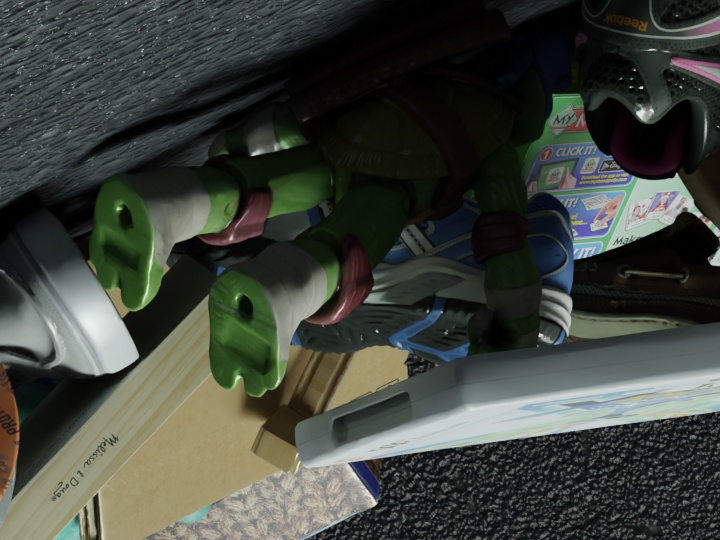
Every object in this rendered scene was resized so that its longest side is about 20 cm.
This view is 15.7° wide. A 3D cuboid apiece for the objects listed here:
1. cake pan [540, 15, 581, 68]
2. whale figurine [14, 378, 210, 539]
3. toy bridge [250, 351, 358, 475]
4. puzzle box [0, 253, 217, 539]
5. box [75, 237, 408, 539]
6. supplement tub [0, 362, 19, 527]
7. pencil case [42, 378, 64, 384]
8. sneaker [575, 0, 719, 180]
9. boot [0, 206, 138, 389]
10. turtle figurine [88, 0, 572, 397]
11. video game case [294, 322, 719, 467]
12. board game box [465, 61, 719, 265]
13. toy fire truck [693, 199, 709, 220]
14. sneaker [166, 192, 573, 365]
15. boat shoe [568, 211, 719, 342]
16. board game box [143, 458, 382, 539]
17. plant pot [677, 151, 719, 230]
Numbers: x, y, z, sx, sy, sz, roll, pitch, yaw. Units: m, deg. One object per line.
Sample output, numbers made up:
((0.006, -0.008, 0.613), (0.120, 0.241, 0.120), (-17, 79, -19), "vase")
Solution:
((0.111, -0.050, 1.305), (0.200, 0.037, 0.201), (-24, 139, -22), "cake pan")
((-0.165, 0.099, 1.273), (0.199, 0.160, 0.104), (-5, 179, -19), "whale figurine")
((0.000, 0.000, 1.247), (0.067, 0.027, 0.201), (-43, 156, -62), "toy bridge")
((-0.126, 0.077, 1.088), (0.200, 0.025, 0.133), (-46, -168, -3), "puzzle box")
((-0.057, 0.031, 1.270), (0.200, 0.164, 0.021), (-24, -145, -34), "box")
((-0.201, 0.077, 0.963), (0.122, 0.123, 0.200), (-24, 177, -30), "supplement tub")
((-0.127, 0.045, 1.379), (0.200, 0.085, 0.093), (-26, -144, 20), "pencil case")
((0.116, -0.073, 0.973), (0.080, 0.087, 0.200), (13, 174, 26), "sneaker")
((-0.152, 0.033, 1.056), (0.095, 0.074, 0.200), (-32, 179, -13), "boot")
((-0.007, -0.004, 1.013), (0.194, 0.144, 0.200), (-24, 173, -42), "turtle figurine")
((0.096, 0.045, 0.998), (0.199, 0.022, 0.182), (-7, 172, -21), "video game case")
((0.137, -0.042, 1.281), (0.199, 0.029, 0.135), (-5, 129, -38), "board game box")
((0.250, -0.050, 1.243), (0.176, 0.128, 0.200), (-63, 170, 16), "toy fire truck")
((0.003, -0.008, 1.172), (0.199, 0.077, 0.076), (12, 155, 12), "sneaker")
((0.141, 0.011, 1.177), (0.202, 0.075, 0.075), (15, 175, 31), "boat shoe")
((-0.075, 0.076, 1.483), (0.159, 0.097, 0.200), (-28, -156, 17), "board game box")
((0.242, -0.109, 1.113), (0.200, 0.201, 0.175), (-28, -167, 34), "plant pot")
